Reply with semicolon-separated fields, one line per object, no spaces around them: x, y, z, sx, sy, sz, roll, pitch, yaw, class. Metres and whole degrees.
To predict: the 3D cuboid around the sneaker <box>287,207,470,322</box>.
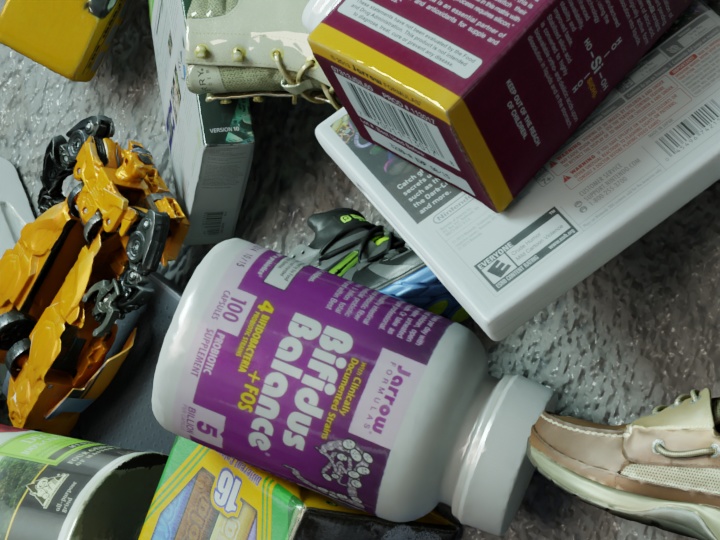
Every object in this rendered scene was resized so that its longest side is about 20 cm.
0.000;0.000;1.519;0.199;0.071;0.083;-15;71;46;sneaker

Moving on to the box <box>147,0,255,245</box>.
-0.100;-0.135;1.636;0.144;0.036;0.201;111;150;-66;box

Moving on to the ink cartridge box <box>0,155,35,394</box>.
-0.304;0.033;1.845;0.200;0.086;0.147;-52;48;32;ink cartridge box

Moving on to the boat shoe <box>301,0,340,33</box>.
0.044;-0.197;1.453;0.065;0.074;0.200;32;71;25;boat shoe

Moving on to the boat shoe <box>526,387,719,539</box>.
0.173;0.097;1.311;0.199;0.076;0.074;18;91;40;boat shoe

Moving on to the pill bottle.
-0.001;0.067;1.420;0.199;0.112;0.113;21;100;10;pill bottle

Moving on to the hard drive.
-0.150;0.062;1.696;0.200;0.042;0.136;31;105;47;hard drive

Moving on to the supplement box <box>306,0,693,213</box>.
0.085;-0.142;1.363;0.200;0.086;0.110;-47;49;-14;supplement box

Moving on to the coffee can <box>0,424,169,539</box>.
-0.210;0.167;1.599;0.199;0.146;0.147;8;88;33;coffee can

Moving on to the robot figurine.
-0.174;0.003;1.659;0.200;0.058;0.145;-56;47;26;robot figurine

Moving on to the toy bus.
-0.163;-0.224;1.725;0.065;0.078;0.201;28;97;6;toy bus

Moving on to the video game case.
0.100;-0.077;1.379;0.200;0.023;0.182;-36;49;-5;video game case

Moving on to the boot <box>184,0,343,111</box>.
-0.021;-0.104;1.496;0.154;0.072;0.201;-5;60;8;boot

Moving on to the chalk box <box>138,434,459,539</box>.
-0.056;0.201;1.502;0.124;0.124;0.201;35;107;46;chalk box
